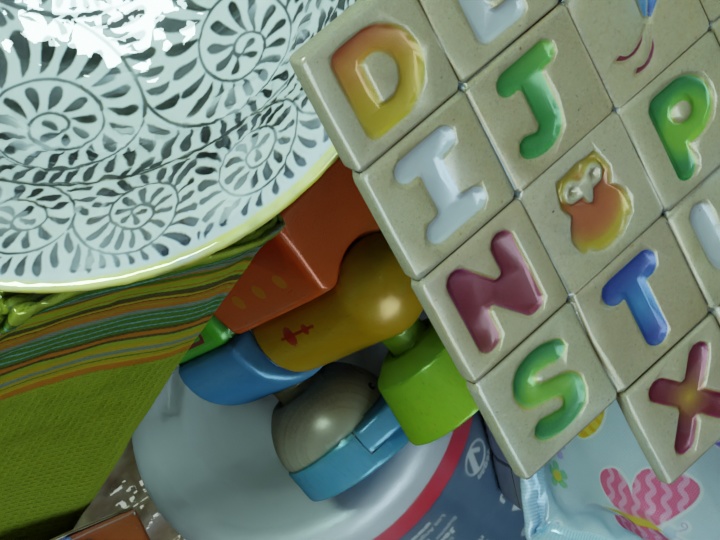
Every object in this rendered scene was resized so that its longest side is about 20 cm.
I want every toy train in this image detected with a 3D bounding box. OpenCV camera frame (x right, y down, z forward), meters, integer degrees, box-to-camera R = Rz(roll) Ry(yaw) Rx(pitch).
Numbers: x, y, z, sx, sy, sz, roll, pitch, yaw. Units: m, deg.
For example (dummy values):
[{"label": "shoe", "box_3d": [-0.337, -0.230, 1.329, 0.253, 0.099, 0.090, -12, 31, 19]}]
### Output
[{"label": "toy train", "box_3d": [0.000, 0.000, 0.794, 0.085, 0.116, 0.200, -46, -169, -29]}]

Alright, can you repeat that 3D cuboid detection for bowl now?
[{"label": "bowl", "box_3d": [-0.074, -0.101, 0.698, 0.201, 0.201, 0.094, -51, 180, 14]}]

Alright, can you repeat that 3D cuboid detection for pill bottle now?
[{"label": "pill bottle", "box_3d": [0.016, 0.072, 0.990, 0.120, 0.120, 0.200, -44, 146, 4]}]

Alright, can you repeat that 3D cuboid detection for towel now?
[{"label": "towel", "box_3d": [-0.090, 0.045, 0.782, 0.086, 0.018, 0.200, -14, 156, -31]}]

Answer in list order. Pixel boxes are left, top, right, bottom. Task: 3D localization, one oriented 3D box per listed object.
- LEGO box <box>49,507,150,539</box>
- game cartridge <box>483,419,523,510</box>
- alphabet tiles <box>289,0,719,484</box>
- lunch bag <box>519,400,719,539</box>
[{"label": "LEGO box", "box_3d": [-0.096, 0.183, 0.914, 0.077, 0.149, 0.200, -22, 168, -25]}, {"label": "game cartridge", "box_3d": [0.108, -0.026, 0.922, 0.200, 0.038, 0.130, -39, 131, -27]}, {"label": "alphabet tiles", "box_3d": [0.072, -0.050, 0.683, 0.166, 0.006, 0.200, -40, 124, -17]}, {"label": "lunch bag", "box_3d": [0.140, -0.016, 0.840, 0.169, 0.127, 0.201, -26, 125, -45]}]
